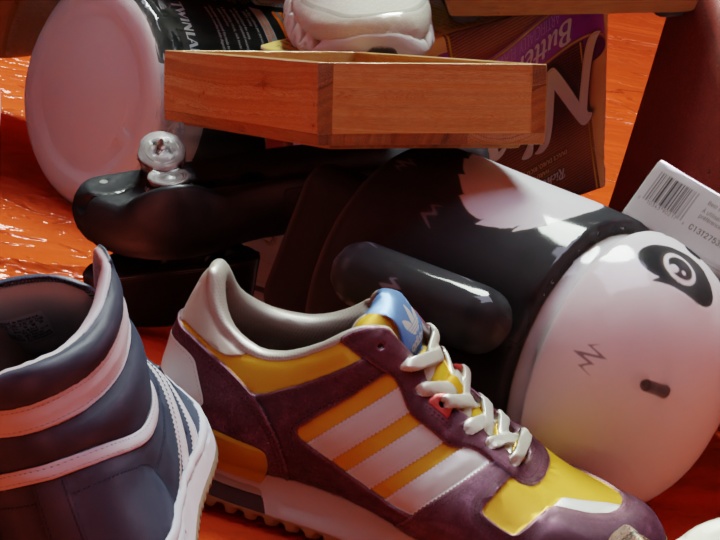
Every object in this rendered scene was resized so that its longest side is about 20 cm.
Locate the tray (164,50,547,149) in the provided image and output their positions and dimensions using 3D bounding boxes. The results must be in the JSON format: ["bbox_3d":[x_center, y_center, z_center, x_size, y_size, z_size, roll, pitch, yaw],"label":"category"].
[{"bbox_3d":[-0.008,-0.075,1.068,0.098,0.037,0.200,-2,6,-22],"label":"tray"}]

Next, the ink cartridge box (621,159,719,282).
[{"bbox_3d":[0.174,0.024,1.106,0.095,0.037,0.200,32,-12,23],"label":"ink cartridge box"}]

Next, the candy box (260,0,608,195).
[{"bbox_3d":[0.042,-0.079,1.306,0.199,0.117,0.056,-18,28,-34],"label":"candy box"}]

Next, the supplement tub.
[{"bbox_3d":[-0.070,-0.090,1.338,0.200,0.123,0.122,1,19,-45],"label":"supplement tub"}]

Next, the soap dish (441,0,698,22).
[{"bbox_3d":[0.098,-0.192,1.314,0.157,0.082,0.200,-2,22,-5],"label":"soap dish"}]

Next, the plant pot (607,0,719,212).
[{"bbox_3d":[0.239,-0.021,1.268,0.199,0.201,0.176,14,25,-3],"label":"plant pot"}]

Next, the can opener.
[{"bbox_3d":[-0.033,-0.033,1.123,0.199,0.079,0.063,-14,39,-16],"label":"can opener"}]

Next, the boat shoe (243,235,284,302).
[{"bbox_3d":[0.000,0.000,1.173,0.199,0.066,0.072,17,14,11],"label":"boat shoe"}]

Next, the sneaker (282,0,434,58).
[{"bbox_3d":[-0.004,-0.166,1.254,0.075,0.081,0.200,-2,31,-7],"label":"sneaker"}]

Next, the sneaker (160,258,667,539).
[{"bbox_3d":[0.022,0.058,0.920,0.199,0.090,0.075,14,14,1],"label":"sneaker"}]

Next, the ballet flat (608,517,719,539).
[{"bbox_3d":[0.163,0.119,0.873,0.199,0.068,0.068,6,17,-32],"label":"ballet flat"}]

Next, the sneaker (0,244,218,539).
[{"bbox_3d":[-0.095,0.036,0.818,0.070,0.109,0.200,-18,18,0],"label":"sneaker"}]

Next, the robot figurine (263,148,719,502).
[{"bbox_3d":[0.058,0.020,1.029,0.200,0.125,0.150,24,44,32],"label":"robot figurine"}]

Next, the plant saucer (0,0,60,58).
[{"bbox_3d":[-0.136,-0.167,1.354,0.199,0.049,0.200,-8,-6,7],"label":"plant saucer"}]
